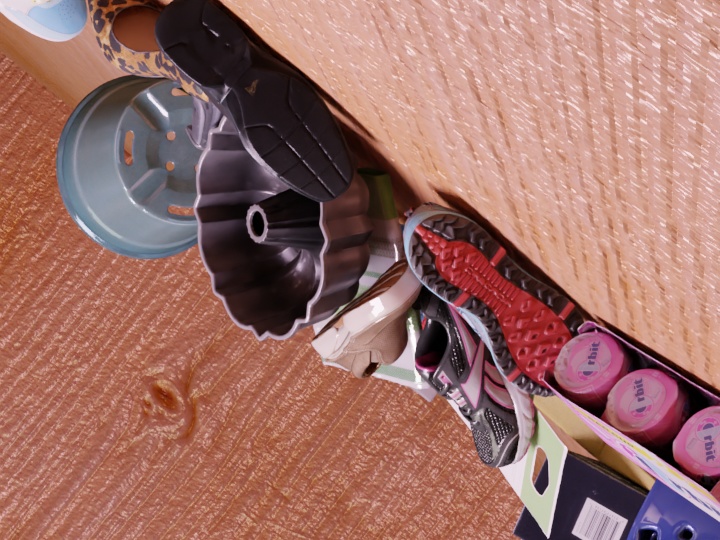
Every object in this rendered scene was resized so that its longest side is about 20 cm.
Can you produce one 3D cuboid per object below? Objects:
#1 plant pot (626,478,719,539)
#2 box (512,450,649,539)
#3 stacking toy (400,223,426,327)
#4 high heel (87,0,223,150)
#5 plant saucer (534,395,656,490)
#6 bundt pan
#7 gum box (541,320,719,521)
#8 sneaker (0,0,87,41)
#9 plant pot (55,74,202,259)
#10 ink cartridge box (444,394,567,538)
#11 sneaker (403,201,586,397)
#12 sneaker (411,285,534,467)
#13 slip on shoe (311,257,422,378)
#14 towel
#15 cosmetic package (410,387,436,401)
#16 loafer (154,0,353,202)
[{"bbox_3d":[0.311,0.303,1.565,0.199,0.180,0.200,32,175,29],"label":"plant pot"},{"bbox_3d":[0.293,0.276,1.871,0.181,0.105,0.199,21,-176,-46],"label":"box"},{"bbox_3d":[0.069,0.032,1.778,0.116,0.110,0.200,22,177,39],"label":"stacking toy"},{"bbox_3d":[-0.171,-0.214,1.600,0.200,0.071,0.143,51,155,13],"label":"high heel"},{"bbox_3d":[0.223,0.135,1.773,0.200,0.049,0.200,40,175,-22],"label":"plant saucer"},{"bbox_3d":[-0.058,-0.044,1.575,0.075,0.204,0.202,-9,-152,-35],"label":"bundt pan"},{"bbox_3d":[0.240,0.123,1.417,0.200,0.066,0.113,34,174,46],"label":"gum box"},{"bbox_3d":[-0.273,-0.257,1.577,0.130,0.080,0.200,34,163,43],"label":"sneaker"},{"bbox_3d":[-0.202,-0.114,1.915,0.200,0.201,0.196,40,167,-14],"label":"plant pot"},{"bbox_3d":[0.140,0.123,1.683,0.200,0.048,0.146,51,154,33],"label":"ink cartridge box"},{"bbox_3d":[0.109,0.015,1.481,0.200,0.079,0.096,48,-175,-22],"label":"sneaker"},{"bbox_3d":[0.087,0.083,1.591,0.080,0.086,0.202,30,139,60],"label":"sneaker"},{"bbox_3d":[0.017,0.047,1.548,0.061,0.076,0.200,46,153,-1],"label":"slip on shoe"},{"bbox_3d":[0.000,0.000,1.636,0.149,0.031,0.202,11,120,47],"label":"towel"},{"bbox_3d":[0.030,0.043,2.060,0.200,0.102,0.071,42,175,-23],"label":"cosmetic package"},{"bbox_3d":[-0.079,-0.138,1.458,0.200,0.073,0.072,49,-178,-9],"label":"loafer"}]
